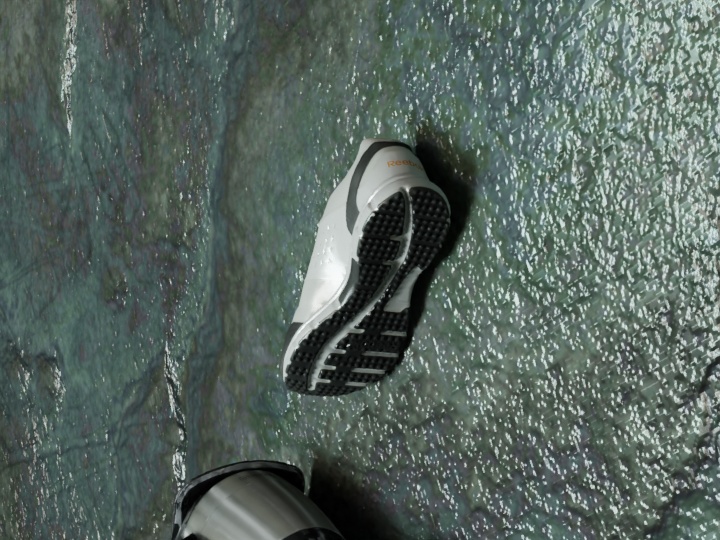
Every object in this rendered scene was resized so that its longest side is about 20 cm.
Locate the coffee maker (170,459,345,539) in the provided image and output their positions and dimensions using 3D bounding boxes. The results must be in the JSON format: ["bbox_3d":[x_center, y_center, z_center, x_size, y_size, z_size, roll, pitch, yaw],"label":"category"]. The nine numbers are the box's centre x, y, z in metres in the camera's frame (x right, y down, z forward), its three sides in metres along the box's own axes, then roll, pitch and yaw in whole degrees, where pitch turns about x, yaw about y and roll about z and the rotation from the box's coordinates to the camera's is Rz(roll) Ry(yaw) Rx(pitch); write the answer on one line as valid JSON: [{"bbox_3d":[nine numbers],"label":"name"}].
[{"bbox_3d":[-0.033,0.247,1.517,0.200,0.134,0.193,31,143,52],"label":"coffee maker"}]

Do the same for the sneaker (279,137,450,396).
[{"bbox_3d":[0.000,0.000,1.477,0.200,0.074,0.080,-61,32,34],"label":"sneaker"}]
